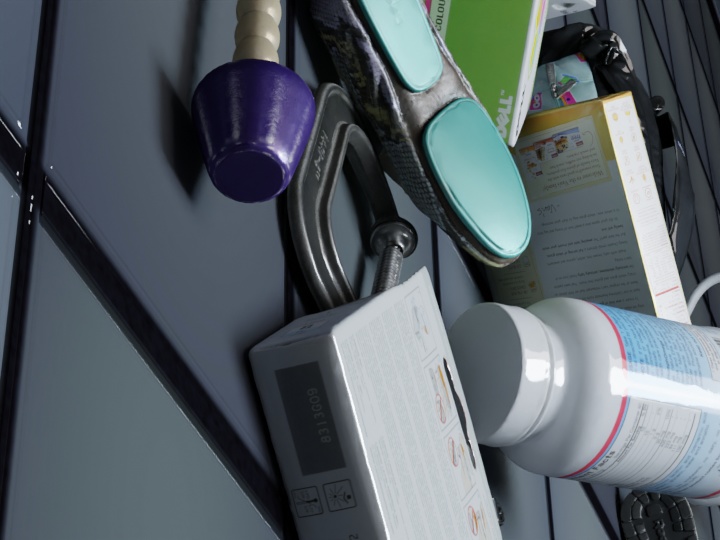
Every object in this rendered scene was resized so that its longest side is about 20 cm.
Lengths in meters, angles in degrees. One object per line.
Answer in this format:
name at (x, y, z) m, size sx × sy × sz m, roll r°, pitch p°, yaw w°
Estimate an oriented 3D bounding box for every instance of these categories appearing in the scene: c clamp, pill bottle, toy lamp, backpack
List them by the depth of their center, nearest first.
toy lamp at (-0.047, -0.111, 0.977) m, size 0.200 × 0.058 × 0.058 m, roll -87°, pitch 158°, yaw -45°
c clamp at (0.000, 0.000, 1.119) m, size 0.200 × 0.027 × 0.171 m, roll -82°, pitch 149°, yaw -51°
pill bottle at (0.148, 0.076, 1.279) m, size 0.200 × 0.109 × 0.109 m, roll 13°, pitch 58°, yaw -34°
backpack at (0.176, -0.068, 1.617) m, size 0.167 × 0.126 × 0.200 m, roll 33°, pitch 45°, yaw -52°

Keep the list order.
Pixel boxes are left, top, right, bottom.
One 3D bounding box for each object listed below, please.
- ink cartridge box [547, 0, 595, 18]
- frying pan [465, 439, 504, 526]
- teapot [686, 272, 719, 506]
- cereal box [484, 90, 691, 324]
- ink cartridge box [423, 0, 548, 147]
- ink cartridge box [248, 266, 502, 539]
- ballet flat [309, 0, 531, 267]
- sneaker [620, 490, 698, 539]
ink cartridge box at (0.120, -0.304, 1.696) m, size 0.146 × 0.084 × 0.200 m, roll -5°, pitch 81°, yaw -75°
frying pan at (0.066, 0.153, 1.213) m, size 0.190 × 0.031 × 0.115 m, roll 49°, pitch 31°, yaw -53°
teapot at (0.382, 0.137, 2.144) m, size 0.198 × 0.146 × 0.200 m, roll -88°, pitch 158°, yaw -46°
cereal box at (0.146, -0.011, 1.430) m, size 0.039 × 0.144 × 0.200 m, roll -19°, pitch 97°, yaw -43°
ink cartridge box at (0.071, -0.149, 1.300) m, size 0.200 × 0.076 × 0.148 m, roll -63°, pitch 163°, yaw -68°
ink cartridge box at (0.013, 0.091, 1.029) m, size 0.200 × 0.047 × 0.160 m, roll -33°, pitch 108°, yaw -73°
ballet flat at (0.030, -0.090, 1.191) m, size 0.200 × 0.072 × 0.072 m, roll 62°, pitch 17°, yaw -9°
sneaker at (0.270, 0.281, 1.755) m, size 0.088 × 0.076 × 0.200 m, roll 59°, pitch 22°, yaw -64°
